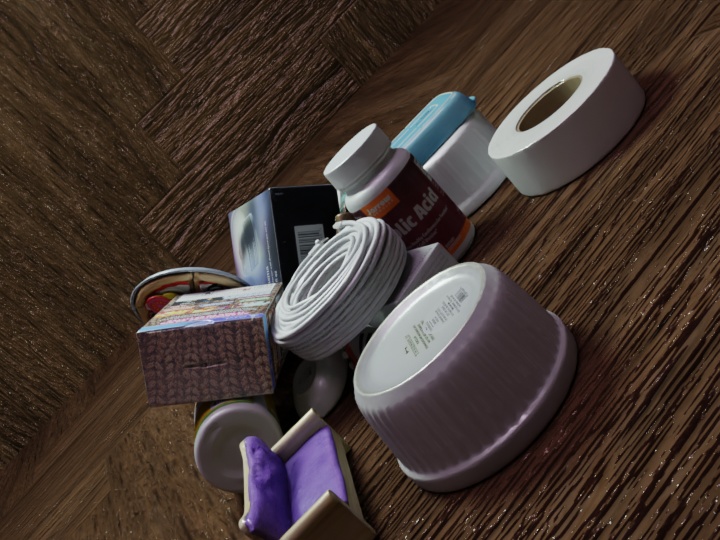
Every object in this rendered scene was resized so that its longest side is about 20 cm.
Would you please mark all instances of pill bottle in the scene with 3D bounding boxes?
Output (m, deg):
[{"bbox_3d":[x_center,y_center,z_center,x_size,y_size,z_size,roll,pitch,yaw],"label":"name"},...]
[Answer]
[{"bbox_3d":[0.051,-0.090,1.096,0.114,0.200,0.114,-40,16,14],"label":"pill bottle"},{"bbox_3d":[-0.163,0.200,1.079,0.111,0.111,0.200,-45,15,-1],"label":"pill bottle"}]

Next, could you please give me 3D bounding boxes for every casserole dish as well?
[{"bbox_3d":[0.090,-0.199,1.219,0.200,0.039,0.121,-45,15,-4],"label":"casserole dish"}]

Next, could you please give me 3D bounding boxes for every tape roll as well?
[{"bbox_3d":[0.262,-0.191,1.054,0.202,0.071,0.203,-42,15,14],"label":"tape roll"}]

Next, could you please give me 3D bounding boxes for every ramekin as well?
[{"bbox_3d":[0.084,0.086,0.740,0.200,0.105,0.201,-41,15,14],"label":"ramekin"},{"bbox_3d":[0.134,-0.155,1.247,0.200,0.098,0.201,-41,16,14],"label":"ramekin"}]

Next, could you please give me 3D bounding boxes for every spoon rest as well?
[{"bbox_3d":[-0.057,0.116,1.093,0.099,0.060,0.201,-44,36,26],"label":"spoon rest"}]

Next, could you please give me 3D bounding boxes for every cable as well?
[{"bbox_3d":[-0.029,0.022,1.006,0.201,0.069,0.199,-54,18,-19],"label":"cable"}]

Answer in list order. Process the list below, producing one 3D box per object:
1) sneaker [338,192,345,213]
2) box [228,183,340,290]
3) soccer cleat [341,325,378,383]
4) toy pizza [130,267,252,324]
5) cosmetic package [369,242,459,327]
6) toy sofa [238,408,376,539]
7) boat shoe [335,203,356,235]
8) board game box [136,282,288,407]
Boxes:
[{"bbox_3d":[-0.002,-0.102,1.398,0.090,0.078,0.201,-18,26,20],"label":"sneaker"},{"bbox_3d":[-0.118,-0.016,1.309,0.122,0.203,0.198,-6,-5,-28],"label":"box"},{"bbox_3d":[0.024,0.096,0.959,0.085,0.069,0.200,-33,16,-1],"label":"soccer cleat"},{"bbox_3d":[-0.245,0.061,1.233,0.199,0.199,0.032,-33,47,37],"label":"toy pizza"},{"bbox_3d":[0.044,0.035,1.039,0.102,0.074,0.199,-52,16,-24],"label":"cosmetic package"},{"bbox_3d":[-0.057,0.209,0.804,0.083,0.098,0.200,-44,14,3],"label":"toy sofa"},{"bbox_3d":[0.015,-0.089,1.236,0.071,0.073,0.200,-14,17,21],"label":"boat shoe"},{"bbox_3d":[-0.184,0.092,1.083,0.157,0.098,0.200,-7,11,3],"label":"board game box"}]
